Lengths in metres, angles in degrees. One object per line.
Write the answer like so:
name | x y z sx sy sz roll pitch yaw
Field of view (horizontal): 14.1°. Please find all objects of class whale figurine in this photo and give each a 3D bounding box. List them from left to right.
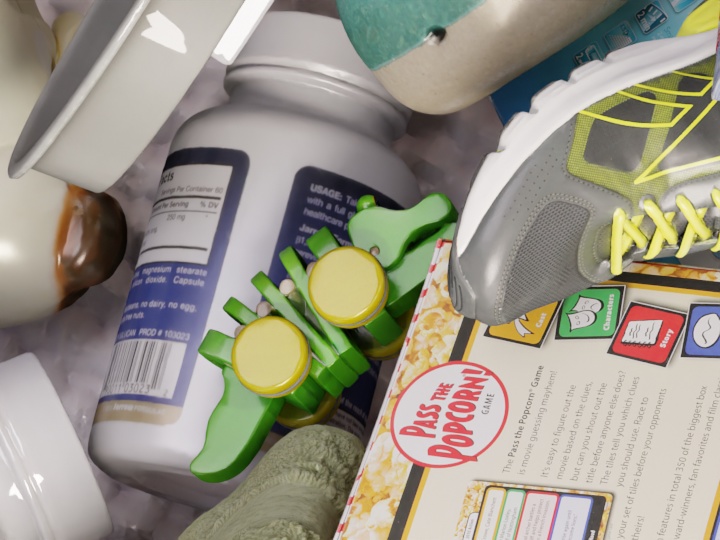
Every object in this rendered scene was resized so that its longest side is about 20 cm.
whale figurine | 0.062 -0.148 1.172 0.159 0.104 0.200 -30 12 39

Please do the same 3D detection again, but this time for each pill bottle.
pill bottle | -0.205 0.111 1.161 0.199 0.112 0.112 -24 57 -10
pill bottle | -0.037 -0.001 1.216 0.111 0.111 0.201 6 74 32

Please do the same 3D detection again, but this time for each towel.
towel | -0.082 0.145 1.083 0.036 0.148 0.200 45 115 -9

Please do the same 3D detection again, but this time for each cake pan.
cake pan | -0.075 -0.114 1.165 0.201 0.037 0.200 -55 12 17

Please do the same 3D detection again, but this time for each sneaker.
sneaker | 0.118 -0.039 1.028 0.200 0.075 0.085 -37 61 -18

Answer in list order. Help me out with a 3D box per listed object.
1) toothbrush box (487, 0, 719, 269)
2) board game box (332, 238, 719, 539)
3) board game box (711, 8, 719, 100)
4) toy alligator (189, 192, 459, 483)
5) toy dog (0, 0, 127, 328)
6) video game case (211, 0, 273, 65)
toothbrush box | 0.173 -0.055 1.130 0.200 0.085 0.147 -36 57 14
board game box | 0.102 0.070 1.022 0.199 0.046 0.152 7 59 24
board game box | 0.195 -0.136 1.037 0.199 0.062 0.200 -13 57 -23
toy alligator | 0.000 0.000 1.123 0.200 0.059 0.054 -42 67 -1
toy dog | -0.172 -0.073 1.289 0.139 0.194 0.201 -19 99 -1
video game case | -0.024 -0.170 1.240 0.143 0.018 0.200 -55 11 12
